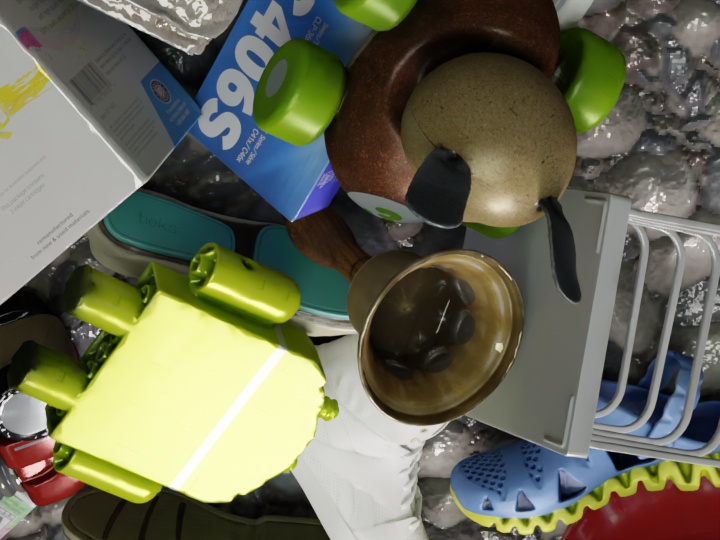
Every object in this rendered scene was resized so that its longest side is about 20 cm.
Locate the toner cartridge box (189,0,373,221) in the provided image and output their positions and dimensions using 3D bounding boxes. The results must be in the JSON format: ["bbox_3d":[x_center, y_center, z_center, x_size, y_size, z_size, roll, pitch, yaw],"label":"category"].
[{"bbox_3d":[-0.017,-0.135,1.248,0.095,0.043,0.201,39,119,15],"label":"toner cartridge box"}]

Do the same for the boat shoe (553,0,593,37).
[{"bbox_3d":[0.071,-0.146,1.255,0.068,0.072,0.200,33,126,-19],"label":"boat shoe"}]

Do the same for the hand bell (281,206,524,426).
[{"bbox_3d":[0.000,0.000,1.272,0.104,0.200,0.105,-12,118,-24],"label":"hand bell"}]

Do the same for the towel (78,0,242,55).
[{"bbox_3d":[-0.097,-0.228,1.183,0.132,0.034,0.201,23,98,-17],"label":"towel"}]

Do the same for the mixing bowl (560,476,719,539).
[{"bbox_3d":[0.226,0.233,1.429,0.199,0.201,0.109,-11,148,8],"label":"mixing bowl"}]

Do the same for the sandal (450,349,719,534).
[{"bbox_3d":[0.151,0.105,1.401,0.199,0.080,0.088,-17,119,-2],"label":"sandal"}]

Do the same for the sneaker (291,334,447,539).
[{"bbox_3d":[0.026,0.124,1.414,0.115,0.074,0.201,-24,117,18],"label":"sneaker"}]

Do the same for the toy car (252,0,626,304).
[{"bbox_3d":[0.054,-0.057,1.134,0.164,0.201,0.158,24,119,-25],"label":"toy car"}]

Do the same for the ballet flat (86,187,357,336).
[{"bbox_3d":[-0.077,0.001,1.354,0.199,0.070,0.070,21,120,-9],"label":"ballet flat"}]

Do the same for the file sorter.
[{"bbox_3d":[0.143,0.030,1.257,0.124,0.200,0.140,10,92,-19],"label":"file sorter"}]

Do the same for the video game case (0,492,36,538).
[{"bbox_3d":[-0.346,0.147,1.466,0.200,0.022,0.182,39,115,-21],"label":"video game case"}]

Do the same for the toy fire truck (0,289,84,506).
[{"bbox_3d":[-0.241,0.143,1.397,0.175,0.129,0.201,-20,130,-1],"label":"toy fire truck"}]

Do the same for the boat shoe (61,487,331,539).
[{"bbox_3d":[-0.103,0.197,1.461,0.199,0.075,0.069,11,131,5],"label":"boat shoe"}]

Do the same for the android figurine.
[{"bbox_3d":[-0.104,0.068,1.313,0.199,0.041,0.182,24,115,-30],"label":"android figurine"}]

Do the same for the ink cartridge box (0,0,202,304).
[{"bbox_3d":[-0.210,-0.109,1.226,0.125,0.129,0.200,-38,99,22],"label":"ink cartridge box"}]
